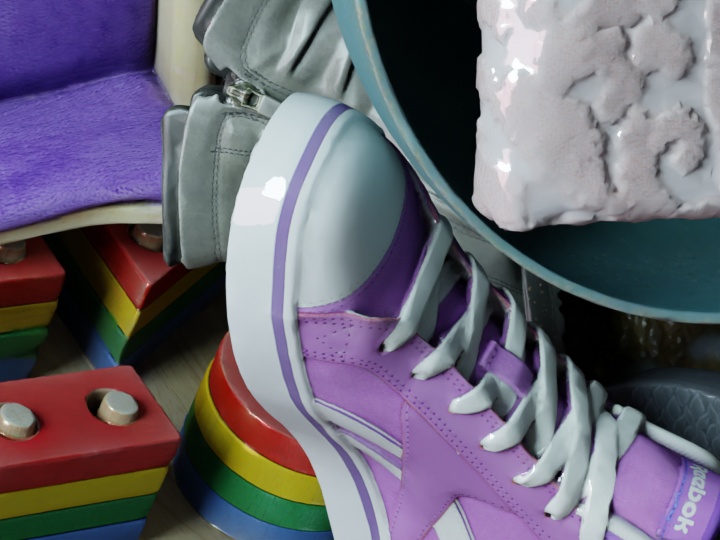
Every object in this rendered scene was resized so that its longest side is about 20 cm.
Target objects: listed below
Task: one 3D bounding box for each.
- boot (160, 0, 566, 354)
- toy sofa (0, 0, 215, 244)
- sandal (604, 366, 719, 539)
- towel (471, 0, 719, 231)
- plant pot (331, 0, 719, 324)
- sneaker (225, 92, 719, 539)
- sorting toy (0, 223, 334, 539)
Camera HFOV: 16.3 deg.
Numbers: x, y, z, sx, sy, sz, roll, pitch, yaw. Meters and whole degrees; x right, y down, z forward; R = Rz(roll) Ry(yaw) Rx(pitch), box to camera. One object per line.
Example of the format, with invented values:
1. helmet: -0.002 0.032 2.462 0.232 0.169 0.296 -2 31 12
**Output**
1. boot: 0.000 0.000 0.771 0.068 0.130 0.201 -91 8 -80
2. toy sofa: -0.142 -0.060 0.776 0.083 0.199 0.098 96 155 -45
3. sandal: 0.138 0.064 0.690 0.200 0.043 0.076 2 106 47
4. towel: 0.120 -0.109 0.568 0.032 0.190 0.201 -143 54 -69
5. plant pot: 0.074 -0.100 0.645 0.135 0.200 0.201 -140 53 -68
6. sneaker: 0.040 0.030 0.659 0.114 0.073 0.201 9 147 25
7. sorting toy: -0.086 0.030 0.833 0.200 0.198 0.070 51 131 34
